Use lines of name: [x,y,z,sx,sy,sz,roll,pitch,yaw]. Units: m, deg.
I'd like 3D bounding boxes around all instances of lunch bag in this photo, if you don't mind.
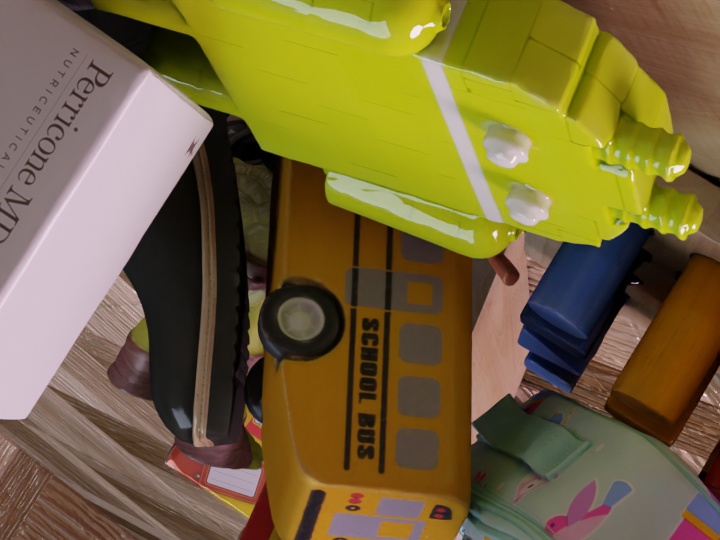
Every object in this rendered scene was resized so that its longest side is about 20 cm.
lunch bag: [0.099,0.120,0.820,0.161,0.077,0.200,48,174,-7]

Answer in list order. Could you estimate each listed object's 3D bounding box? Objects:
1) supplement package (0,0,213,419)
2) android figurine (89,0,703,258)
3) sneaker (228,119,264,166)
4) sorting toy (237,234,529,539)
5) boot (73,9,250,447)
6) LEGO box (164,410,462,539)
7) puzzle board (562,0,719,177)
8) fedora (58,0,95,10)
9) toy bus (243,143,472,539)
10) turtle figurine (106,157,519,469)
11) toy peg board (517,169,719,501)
supplement package: [-0.164,-0.057,0.698,0.199,0.122,0.120,33,179,6]
android figurine: [0.013,-0.056,0.713,0.199,0.041,0.182,20,164,18]
sneaker: [-0.063,-0.029,1.080,0.076,0.083,0.200,-5,-171,-21]
sorting toy: [0.010,0.084,1.045,0.069,0.200,0.200,20,164,12]
boot: [-0.113,-0.029,0.862,0.137,0.202,0.078,-5,166,-3]
LEGO box: [0.004,0.105,1.271,0.199,0.077,0.149,34,-159,-7]
puzzle board: [0.143,-0.056,0.656,0.199,0.017,0.151,20,161,43]
fedora: [-0.138,-0.167,0.749,0.176,0.091,0.200,34,178,8]
toy bus: [0.000,0.000,0.836,0.078,0.201,0.065,5,151,-6]
turtle figurine: [-0.041,0.001,0.942,0.199,0.162,0.064,33,-156,21]
toy peg board: [0.131,0.050,0.847,0.198,0.098,0.200,31,171,9]
